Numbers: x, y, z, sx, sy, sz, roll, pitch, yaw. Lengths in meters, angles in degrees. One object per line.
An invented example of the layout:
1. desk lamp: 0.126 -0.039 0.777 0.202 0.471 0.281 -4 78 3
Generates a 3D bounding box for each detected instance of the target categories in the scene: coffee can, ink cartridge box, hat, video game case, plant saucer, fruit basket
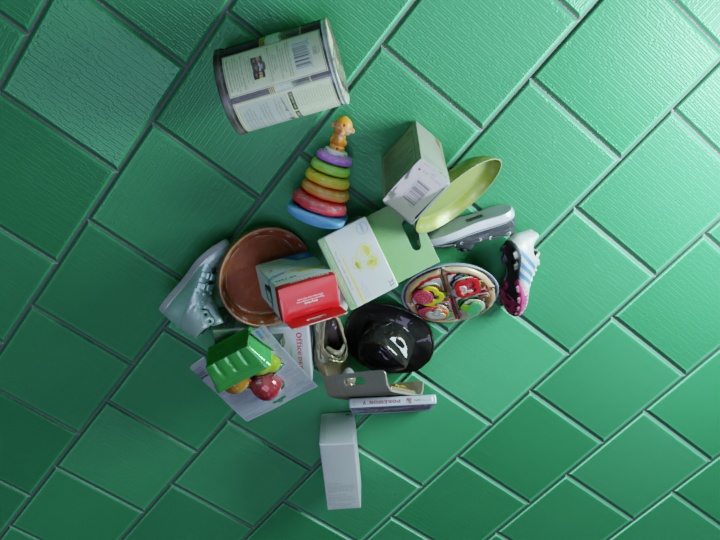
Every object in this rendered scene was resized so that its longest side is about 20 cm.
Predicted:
1. coffee can: -0.132 -0.328 1.310 0.197 0.147 0.148 -14 119 7
2. ink cartridge box: -0.199 0.158 1.620 0.197 0.088 0.147 -2 119 -1
3. hat: 0.055 0.164 1.615 0.197 0.081 0.203 5 122 7
4. ink cartridge box: 0.036 -0.035 1.446 0.198 0.048 0.147 -26 93 -3
5. ink cartridge box: -0.112 0.034 1.436 0.115 0.200 0.068 -16 112 -18
6. video game case: 0.068 0.290 1.658 0.179 0.200 0.023 -3 75 1
7. plant saucer: 0.173 -0.145 1.417 0.200 0.199 0.031 -45 72 21
8. fruit basket: -0.214 0.210 1.564 0.184 0.094 0.200 -28 130 15
9. plant saucer: -0.189 0.011 1.527 0.198 0.032 0.203 -9 110 -26

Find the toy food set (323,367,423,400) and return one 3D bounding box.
1. toy food set: 0.032 0.236 1.613 0.142 0.061 0.199 -10 163 26

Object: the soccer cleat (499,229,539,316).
1. soccer cleat: 0.328 0.007 1.551 0.086 0.070 0.202 -28 135 -22

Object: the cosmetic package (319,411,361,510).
1. cosmetic package: -0.044 0.437 1.768 0.083 0.108 0.203 -4 118 3

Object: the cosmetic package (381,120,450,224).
1. cosmetic package: 0.094 -0.177 1.366 0.071 0.201 0.105 37 115 -17

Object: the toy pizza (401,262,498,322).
1. toy pizza: 0.181 0.055 1.555 0.197 0.032 0.201 -1 143 -1

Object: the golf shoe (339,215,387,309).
1. golf shoe: 0.000 0.000 1.492 0.096 0.078 0.203 17 95 6

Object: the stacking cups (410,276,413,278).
1. stacking cups: 0.044 -0.008 1.550 0.197 0.061 0.061 -4 120 6

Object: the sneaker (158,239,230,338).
1. sneaker: -0.295 0.041 1.531 0.118 0.074 0.201 41 100 1

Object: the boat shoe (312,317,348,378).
1. boat shoe: -0.059 0.166 1.629 0.071 0.065 0.203 -15 118 -16

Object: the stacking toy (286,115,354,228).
1. stacking toy: -0.056 -0.188 1.427 0.114 0.110 0.203 18 107 1

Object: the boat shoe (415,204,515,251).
1. boat shoe: 0.209 -0.070 1.510 0.197 0.070 0.067 -19 117 1
